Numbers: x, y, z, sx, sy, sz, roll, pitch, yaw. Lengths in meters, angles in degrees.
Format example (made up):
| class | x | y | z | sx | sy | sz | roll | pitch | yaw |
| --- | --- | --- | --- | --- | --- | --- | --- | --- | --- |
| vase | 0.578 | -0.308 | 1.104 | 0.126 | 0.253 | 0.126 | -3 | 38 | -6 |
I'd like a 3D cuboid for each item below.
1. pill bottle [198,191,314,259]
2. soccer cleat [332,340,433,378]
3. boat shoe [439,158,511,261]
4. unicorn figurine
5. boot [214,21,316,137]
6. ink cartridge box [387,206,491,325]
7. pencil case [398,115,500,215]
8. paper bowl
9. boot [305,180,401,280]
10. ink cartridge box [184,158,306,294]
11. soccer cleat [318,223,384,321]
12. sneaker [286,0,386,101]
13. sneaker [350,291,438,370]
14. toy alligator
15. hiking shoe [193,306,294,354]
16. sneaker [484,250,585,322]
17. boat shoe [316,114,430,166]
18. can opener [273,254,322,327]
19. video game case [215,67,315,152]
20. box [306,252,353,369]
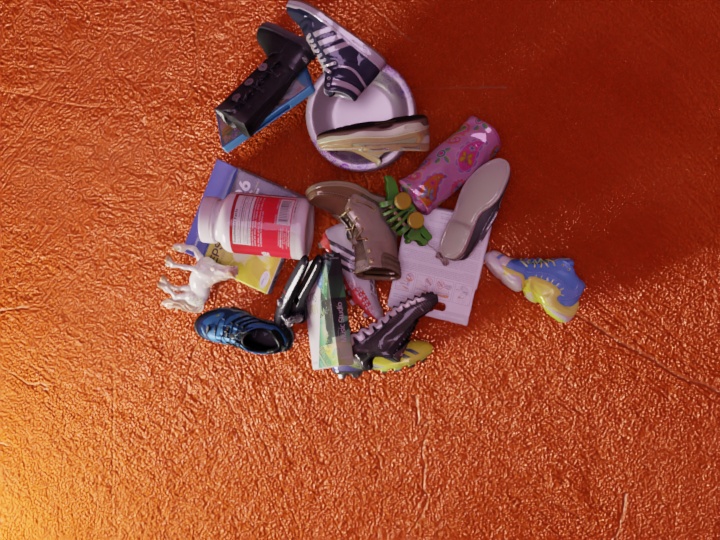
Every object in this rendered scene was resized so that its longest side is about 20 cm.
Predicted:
| class | x | y | z | sx | sy | sz | roll | pitch | yaw |
| --- | --- | --- | --- | --- | --- | --- | --- | --- | --- |
| pill bottle | -0.189 | -0.084 | 1.576 | 0.198 | 0.112 | 0.114 | 6 | 95 | 6 |
| soccer cleat | 0.037 | 0.150 | 1.628 | 0.198 | 0.065 | 0.085 | -11 | 92 | 9 |
| boat shoe | 0.211 | -0.106 | 1.551 | 0.073 | 0.062 | 0.201 | 32 | 94 | 34 |
| unicorn figurine | -0.307 | 0.012 | 1.636 | 0.136 | 0.200 | 0.074 | 23 | 53 | -6 |
| boot | -0.190 | -0.348 | 1.567 | 0.164 | 0.066 | 0.201 | 29 | 80 | 45 |
| ink cartridge box | 0.147 | -0.015 | 1.614 | 0.159 | 0.050 | 0.202 | 13 | 99 | 6 |
| pencil case | 0.162 | -0.191 | 1.560 | 0.200 | 0.087 | 0.088 | -43 | 88 | -7 |
| paper bowl | 0.005 | -0.281 | 1.582 | 0.198 | 0.104 | 0.203 | 0 | 94 | 7 |
| boot | -0.009 | -0.069 | 1.549 | 0.199 | 0.072 | 0.156 | 16 | 62 | -31 |
| ink cartridge box | -0.226 | -0.086 | 1.657 | 0.198 | 0.047 | 0.199 | 23 | 97 | 3 |
| soccer cleat | 0.000 | 0.000 | 1.623 | 0.085 | 0.069 | 0.201 | -32 | 85 | 12 |
| sneaker | -0.064 | -0.375 | 1.493 | 0.199 | 0.070 | 0.109 | 34 | 93 | -1 |
| sneaker | 0.066 | 0.116 | 1.574 | 0.199 | 0.066 | 0.091 | -32 | 82 | 7 |
| toy alligator | 0.086 | -0.077 | 1.554 | 0.054 | 0.059 | 0.201 | -37 | 101 | -13 |
| hiking shoe | -0.227 | 0.115 | 1.648 | 0.198 | 0.087 | 0.075 | 7 | 95 | 7 |
| sneaker | 0.325 | 0.002 | 1.582 | 0.199 | 0.076 | 0.105 | 36 | 87 | -8 |
| boat shoe | 0.023 | -0.218 | 1.503 | 0.198 | 0.072 | 0.077 | -6 | 110 | 9 |
| can opener | -0.119 | 0.037 | 1.582 | 0.063 | 0.201 | 0.079 | -14 | 61 | -28 |
| video game case | -0.179 | -0.314 | 1.592 | 0.199 | 0.144 | 0.018 | -32 | 131 | 12 |
| box | -0.063 | 0.078 | 1.584 | 0.036 | 0.144 | 0.202 | -6 | 83 | -22 |
